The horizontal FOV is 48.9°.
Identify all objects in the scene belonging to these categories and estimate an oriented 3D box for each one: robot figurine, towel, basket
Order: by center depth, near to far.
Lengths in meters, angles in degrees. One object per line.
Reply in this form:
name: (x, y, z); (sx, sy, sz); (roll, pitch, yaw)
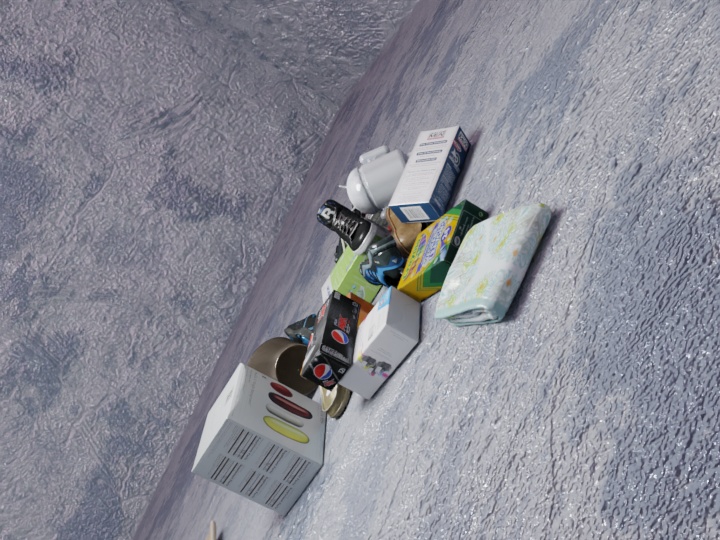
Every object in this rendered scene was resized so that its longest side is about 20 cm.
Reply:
towel: (0.182, -0.005, 1.134); (0.171, 0.048, 0.200); (-65, 13, -13)
robot figurine: (0.054, -0.196, 1.771); (0.200, 0.170, 0.113); (-22, -21, 10)
basket: (-0.173, 0.233, 1.824); (0.181, 0.136, 0.200); (-59, 15, -18)

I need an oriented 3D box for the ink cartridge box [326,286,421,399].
ink cartridge box: (0.023, 0.140, 1.388); (0.200, 0.068, 0.115); (-53, 13, 31)

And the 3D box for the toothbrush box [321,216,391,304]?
toothbrush box: (0.000, 0.000, 1.744); (0.200, 0.086, 0.146); (-57, 14, 11)

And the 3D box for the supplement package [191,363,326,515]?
supplement package: (-0.188, 0.321, 1.521); (0.147, 0.200, 0.191); (-55, 14, 21)

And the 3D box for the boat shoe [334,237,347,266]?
boat shoe: (-0.037, -0.032, 1.990); (0.066, 0.074, 0.200); (-43, 28, 20)

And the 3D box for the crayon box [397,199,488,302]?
crayon box: (0.131, -0.026, 1.367); (0.200, 0.052, 0.126); (-40, 24, 59)

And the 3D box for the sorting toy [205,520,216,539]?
sorting toy: (-0.362, 0.692, 1.785); (0.200, 0.036, 0.185); (-65, 12, 2)

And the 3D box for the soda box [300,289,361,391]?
soda box: (-0.050, 0.122, 1.419); (0.071, 0.063, 0.200); (-54, 12, 28)

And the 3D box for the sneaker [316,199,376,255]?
sneaker: (-0.038, -0.095, 1.656); (0.073, 0.112, 0.200); (-59, 14, 5)

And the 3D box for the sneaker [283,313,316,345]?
sneaker: (-0.132, 0.154, 2.002); (0.082, 0.073, 0.200); (-47, 14, -17)

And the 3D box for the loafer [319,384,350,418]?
loafer: (-0.063, 0.192, 1.542); (0.076, 0.067, 0.200); (-49, 33, 45)

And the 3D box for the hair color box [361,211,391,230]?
hair color box: (0.052, -0.155, 1.938); (0.102, 0.061, 0.200); (-58, 12, 17)

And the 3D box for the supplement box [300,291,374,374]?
supplement box: (-0.048, 0.147, 1.659); (0.200, 0.066, 0.069); (-56, 13, 17)

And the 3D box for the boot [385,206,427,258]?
boot: (0.100, -0.095, 1.645); (0.075, 0.074, 0.200); (-38, 23, 13)

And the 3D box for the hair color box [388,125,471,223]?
hair color box: (0.141, -0.191, 1.583); (0.100, 0.061, 0.200); (-1, 54, 39)

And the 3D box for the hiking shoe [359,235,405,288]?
hiking shoe: (0.047, 0.006, 1.573); (0.074, 0.087, 0.200); (-26, -15, -8)

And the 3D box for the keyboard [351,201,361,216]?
keyboard: (-0.006, -0.119, 1.900); (0.127, 0.021, 0.200); (61, -158, -77)
